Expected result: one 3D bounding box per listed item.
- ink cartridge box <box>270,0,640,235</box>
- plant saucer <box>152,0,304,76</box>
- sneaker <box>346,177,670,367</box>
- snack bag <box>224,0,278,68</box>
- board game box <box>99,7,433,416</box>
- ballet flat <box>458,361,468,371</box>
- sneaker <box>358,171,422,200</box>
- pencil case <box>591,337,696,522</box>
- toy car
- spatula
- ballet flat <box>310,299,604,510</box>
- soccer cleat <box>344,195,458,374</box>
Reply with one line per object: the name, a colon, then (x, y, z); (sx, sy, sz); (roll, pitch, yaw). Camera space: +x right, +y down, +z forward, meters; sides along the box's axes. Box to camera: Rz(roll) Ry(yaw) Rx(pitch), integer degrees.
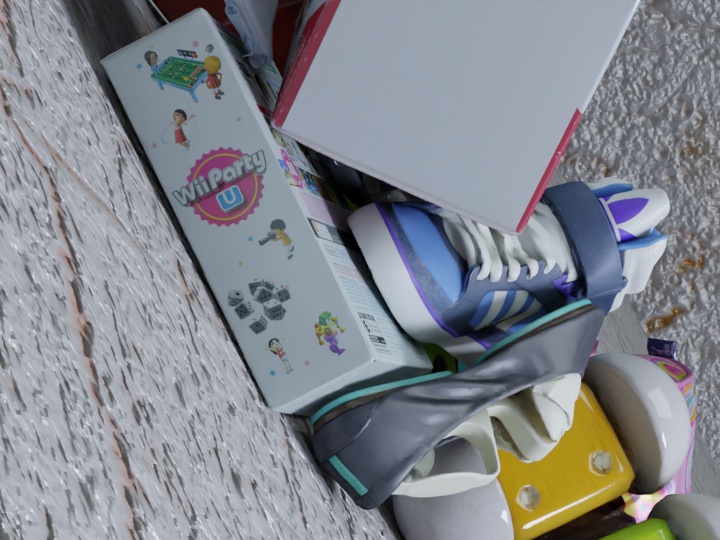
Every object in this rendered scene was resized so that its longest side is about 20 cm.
ink cartridge box: (0.050, -0.137, 1.513); (0.145, 0.145, 0.200); (23, 19, -6)
plant saucer: (0.004, -0.126, 1.699); (0.200, 0.200, 0.037); (51, 32, -48)
sneaker: (0.089, -0.019, 1.544); (0.081, 0.146, 0.200); (65, 13, 26)
snack bag: (-0.075, -0.229, 1.505); (0.200, 0.021, 0.189); (-83, 153, -57)
board game box: (-0.046, -0.025, 1.491); (0.200, 0.064, 0.148); (64, 8, 10)
ballet flat: (0.061, 0.097, 1.728); (0.072, 0.072, 0.200); (41, 27, -65)
sneaker: (0.009, -0.039, 1.868); (0.084, 0.077, 0.200); (37, 15, -24)
pencil case: (0.151, 0.144, 1.715); (0.087, 0.087, 0.200); (-83, 175, -75)
toy car: (0.108, 0.154, 1.587); (0.200, 0.175, 0.150); (62, -28, 12)
spatula: (0.008, -0.041, 1.579); (0.057, 0.021, 0.200); (50, 7, 18)
ballet flat: (0.062, 0.075, 1.491); (0.200, 0.073, 0.073); (-20, 78, -38)
soccer cleat: (0.000, 0.000, 1.663); (0.200, 0.067, 0.081); (59, 8, 8)
